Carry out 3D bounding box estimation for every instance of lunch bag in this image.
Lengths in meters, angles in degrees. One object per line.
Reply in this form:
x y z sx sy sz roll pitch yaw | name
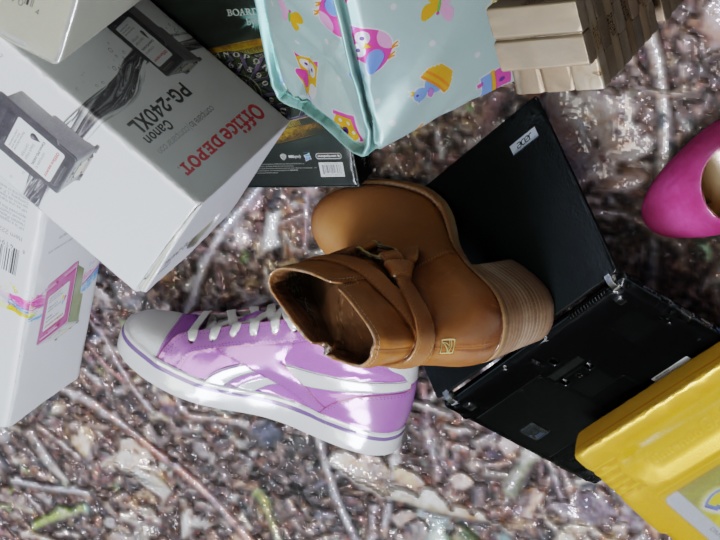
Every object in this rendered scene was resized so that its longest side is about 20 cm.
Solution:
0.024 -0.192 1.304 0.122 0.170 0.201 36 147 51 | lunch bag

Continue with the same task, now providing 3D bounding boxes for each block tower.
0.136 -0.156 1.281 0.058 0.200 0.054 0 117 32 | block tower

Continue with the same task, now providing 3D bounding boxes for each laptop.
0.128 0.019 1.471 0.199 0.104 0.177 28 138 -23 | laptop

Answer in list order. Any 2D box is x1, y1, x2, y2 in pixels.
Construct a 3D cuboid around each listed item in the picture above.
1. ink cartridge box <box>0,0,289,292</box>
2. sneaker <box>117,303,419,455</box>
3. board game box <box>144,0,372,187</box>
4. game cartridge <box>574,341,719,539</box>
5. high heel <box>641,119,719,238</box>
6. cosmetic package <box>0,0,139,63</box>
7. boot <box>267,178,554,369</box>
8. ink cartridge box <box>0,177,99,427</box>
-0.159 -0.101 1.431 0.200 0.145 0.083 40 122 1 | ink cartridge box
-0.055 0.035 1.541 0.200 0.073 0.115 15 119 5 | sneaker
-0.098 -0.118 1.500 0.199 0.028 0.136 1 115 23 | board game box
0.259 0.126 1.442 0.200 0.033 0.176 39 125 -21 | game cartridge
0.237 -0.051 1.351 0.199 0.096 0.068 -18 108 31 | high heel
-0.163 -0.210 1.379 0.103 0.200 0.088 26 122 7 | cosmetic package
0.000 0.000 1.414 0.200 0.154 0.074 25 114 42 | boot
-0.252 -0.018 1.567 0.144 0.085 0.201 30 127 19 | ink cartridge box
